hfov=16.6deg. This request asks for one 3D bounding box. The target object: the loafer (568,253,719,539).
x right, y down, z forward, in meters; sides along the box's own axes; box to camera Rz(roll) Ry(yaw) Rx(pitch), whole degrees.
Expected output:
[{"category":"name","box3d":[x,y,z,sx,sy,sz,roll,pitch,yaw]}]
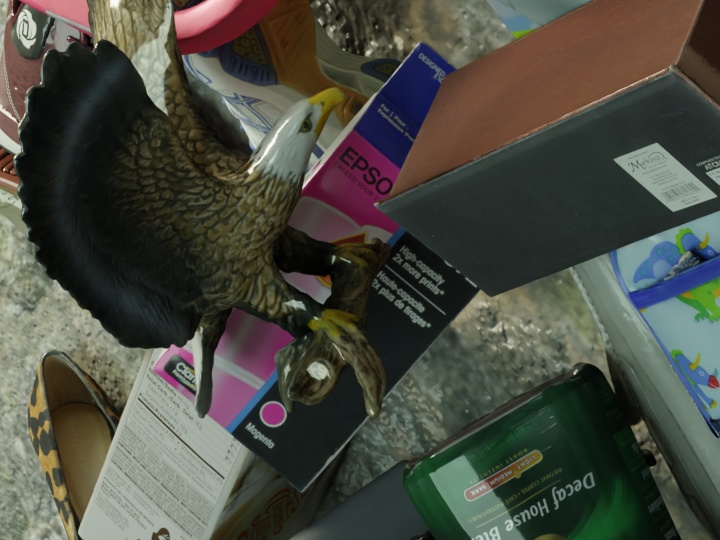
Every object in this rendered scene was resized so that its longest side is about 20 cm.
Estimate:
[{"category":"loafer","box3d":[0.139,0.046,1.124,0.070,0.070,0.201,-32,91,39]}]

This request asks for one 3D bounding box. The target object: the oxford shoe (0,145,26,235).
[{"category":"oxford shoe","box3d":[-0.179,-0.037,1.370,0.199,0.071,0.074,29,132,28]}]

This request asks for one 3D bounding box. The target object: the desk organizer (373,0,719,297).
[{"category":"desk organizer","box3d":[0.100,-0.061,1.019,0.072,0.077,0.200,37,149,-20]}]

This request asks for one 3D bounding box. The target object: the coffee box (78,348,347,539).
[{"category":"coffee box","box3d":[-0.061,0.077,1.295,0.080,0.114,0.200,41,133,18]}]

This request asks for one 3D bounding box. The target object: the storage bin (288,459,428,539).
[{"category":"storage bin","box3d":[0.023,0.203,1.267,0.200,0.134,0.146,50,169,9]}]

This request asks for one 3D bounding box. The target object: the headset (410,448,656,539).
[{"category":"headset","box3d":[0.069,0.164,1.174,0.123,0.200,0.094,41,169,4]}]

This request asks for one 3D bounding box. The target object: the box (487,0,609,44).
[{"category":"box","box3d":[0.092,-0.151,1.014,0.122,0.048,0.200,-6,135,44]}]

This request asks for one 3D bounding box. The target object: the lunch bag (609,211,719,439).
[{"category":"lunch bag","box3d":[0.209,0.000,1.013,0.200,0.082,0.161,-25,102,45]}]

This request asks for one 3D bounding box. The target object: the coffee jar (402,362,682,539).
[{"category":"coffee jar","box3d":[0.109,0.150,1.102,0.104,0.085,0.201,-31,86,10]}]

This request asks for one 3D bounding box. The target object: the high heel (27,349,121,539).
[{"category":"high heel","box3d":[-0.137,0.131,1.386,0.200,0.071,0.143,34,144,63]}]

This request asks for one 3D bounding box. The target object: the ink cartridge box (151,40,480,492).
[{"category":"ink cartridge box","box3d":[0.000,0.000,1.146,0.095,0.037,0.200,39,104,-5]}]

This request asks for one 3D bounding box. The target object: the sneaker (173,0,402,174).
[{"category":"sneaker","box3d":[-0.042,-0.083,1.196,0.200,0.075,0.088,37,140,4]}]

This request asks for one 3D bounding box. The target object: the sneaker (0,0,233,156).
[{"category":"sneaker","box3d":[-0.123,-0.094,1.284,0.199,0.076,0.116,27,126,31]}]

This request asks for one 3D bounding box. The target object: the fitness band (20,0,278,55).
[{"category":"fitness band","box3d":[-0.107,-0.180,1.150,0.199,0.037,0.144,27,91,30]}]

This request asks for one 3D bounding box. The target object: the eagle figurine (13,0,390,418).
[{"category":"eagle figurine","box3d":[-0.071,-0.036,1.056,0.200,0.151,0.152,36,166,-19]}]
